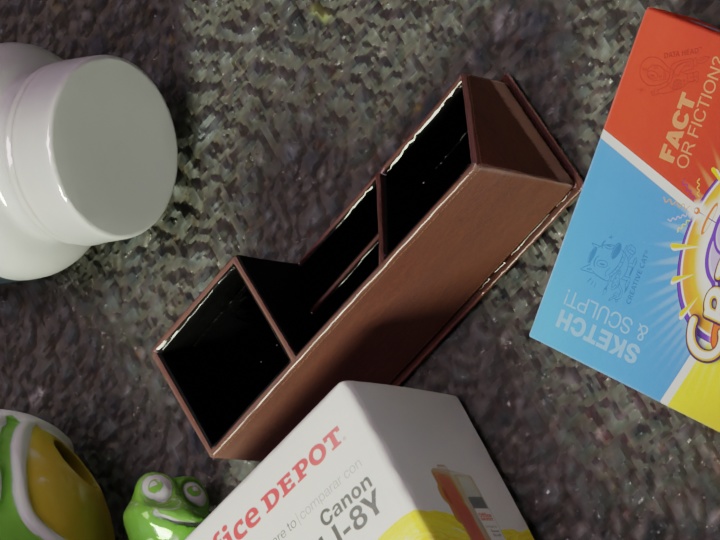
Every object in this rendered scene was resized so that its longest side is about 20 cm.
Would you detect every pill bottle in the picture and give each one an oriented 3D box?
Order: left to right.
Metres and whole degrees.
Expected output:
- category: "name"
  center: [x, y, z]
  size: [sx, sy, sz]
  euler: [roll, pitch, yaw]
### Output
- category: "pill bottle"
  center: [-0.194, -0.052, 1.397]
  size: [0.199, 0.119, 0.120]
  euler: [-7, 80, 40]

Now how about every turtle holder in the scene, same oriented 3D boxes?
- category: "turtle holder"
  center: [-0.177, 0.136, 1.350]
  size: [0.185, 0.141, 0.132]
  euler: [-23, 51, 46]

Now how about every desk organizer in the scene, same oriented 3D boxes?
- category: "desk organizer"
  center: [0.000, 0.000, 1.255]
  size: [0.200, 0.077, 0.072]
  euler: [-48, 58, 25]

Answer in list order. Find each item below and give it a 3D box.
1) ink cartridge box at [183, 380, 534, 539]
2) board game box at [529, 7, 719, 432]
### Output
- category: "ink cartridge box"
  center: [0.013, 0.170, 1.213]
  size: [0.145, 0.083, 0.201]
  euler: [-45, 56, 26]
- category: "board game box"
  center: [0.177, -0.005, 1.131]
  size: [0.199, 0.040, 0.154]
  euler: [26, 101, 39]
